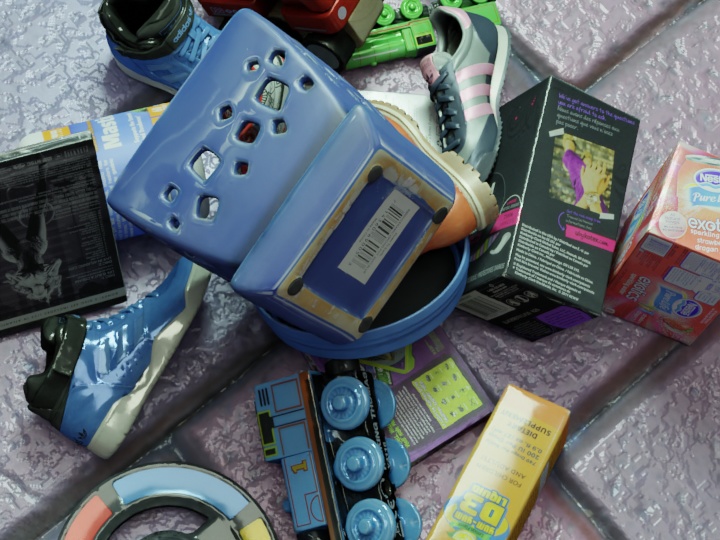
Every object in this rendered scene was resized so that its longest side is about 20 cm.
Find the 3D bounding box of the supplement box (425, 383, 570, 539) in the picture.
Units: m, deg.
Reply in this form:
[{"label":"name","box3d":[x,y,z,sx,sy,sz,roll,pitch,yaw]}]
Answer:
[{"label":"supplement box","box3d":[0.113,0.203,1.475,0.066,0.069,0.200,24,66,13]}]

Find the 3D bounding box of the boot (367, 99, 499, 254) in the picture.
[{"label":"boot","box3d":[0.022,-0.079,1.508,0.107,0.075,0.200,-35,45,-13]}]

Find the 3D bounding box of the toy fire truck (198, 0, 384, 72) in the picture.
[{"label":"toy fire truck","box3d":[-0.084,-0.298,1.555,0.175,0.200,0.129,12,63,39]}]

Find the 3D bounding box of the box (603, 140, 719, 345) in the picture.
[{"label":"box","box3d":[0.289,-0.020,1.513,0.102,0.200,0.095,22,69,3]}]

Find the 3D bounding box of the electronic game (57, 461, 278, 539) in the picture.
[{"label":"electronic game","box3d":[-0.164,0.261,1.449,0.199,0.042,0.201,2,70,-5]}]

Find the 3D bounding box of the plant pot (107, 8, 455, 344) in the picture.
[{"label":"plant pot","box3d":[-0.049,-0.063,1.381,0.180,0.200,0.200,37,92,34]}]

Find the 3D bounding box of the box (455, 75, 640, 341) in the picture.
[{"label":"box","box3d":[0.163,-0.054,1.542,0.106,0.122,0.201,23,67,-20]}]

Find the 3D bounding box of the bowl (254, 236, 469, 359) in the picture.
[{"label":"bowl","box3d":[0.000,0.000,1.508,0.200,0.039,0.201,-8,42,7]}]

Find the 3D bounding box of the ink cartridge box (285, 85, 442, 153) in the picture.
[{"label":"ink cartridge box","box3d":[-0.007,-0.123,1.609,0.199,0.037,0.095,5,69,-6]}]

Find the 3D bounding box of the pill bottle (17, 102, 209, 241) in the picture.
[{"label":"pill bottle","box3d":[-0.243,-0.078,1.527,0.199,0.112,0.113,-14,72,-11]}]

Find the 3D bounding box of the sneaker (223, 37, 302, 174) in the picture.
[{"label":"sneaker","box3d":[-0.107,-0.107,1.507,0.067,0.108,0.202,21,111,17]}]

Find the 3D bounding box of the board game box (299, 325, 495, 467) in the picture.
[{"label":"board game box","box3d":[0.019,0.077,1.543,0.120,0.032,0.200,-28,74,-19]}]

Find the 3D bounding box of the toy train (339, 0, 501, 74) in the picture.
[{"label":"toy train","box3d":[0.043,-0.233,1.654,0.199,0.042,0.057,-15,83,-11]}]

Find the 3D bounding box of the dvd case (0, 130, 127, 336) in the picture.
[{"label":"dvd case","box3d":[-0.287,-0.025,1.464,0.148,0.201,0.016,-16,47,-11]}]

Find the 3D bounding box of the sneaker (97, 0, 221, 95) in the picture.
[{"label":"sneaker","box3d":[-0.150,-0.202,1.561,0.199,0.111,0.077,23,74,17]}]

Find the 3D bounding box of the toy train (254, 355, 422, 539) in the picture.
[{"label":"toy train","box3d":[-0.020,0.175,1.464,0.114,0.087,0.201,-17,77,22]}]

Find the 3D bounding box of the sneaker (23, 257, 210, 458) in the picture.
[{"label":"sneaker","box3d":[-0.218,0.052,1.490,0.111,0.077,0.201,31,76,-8]}]

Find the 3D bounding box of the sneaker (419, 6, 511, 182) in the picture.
[{"label":"sneaker","box3d":[0.085,-0.156,1.573,0.082,0.070,0.201,23,54,-24]}]
